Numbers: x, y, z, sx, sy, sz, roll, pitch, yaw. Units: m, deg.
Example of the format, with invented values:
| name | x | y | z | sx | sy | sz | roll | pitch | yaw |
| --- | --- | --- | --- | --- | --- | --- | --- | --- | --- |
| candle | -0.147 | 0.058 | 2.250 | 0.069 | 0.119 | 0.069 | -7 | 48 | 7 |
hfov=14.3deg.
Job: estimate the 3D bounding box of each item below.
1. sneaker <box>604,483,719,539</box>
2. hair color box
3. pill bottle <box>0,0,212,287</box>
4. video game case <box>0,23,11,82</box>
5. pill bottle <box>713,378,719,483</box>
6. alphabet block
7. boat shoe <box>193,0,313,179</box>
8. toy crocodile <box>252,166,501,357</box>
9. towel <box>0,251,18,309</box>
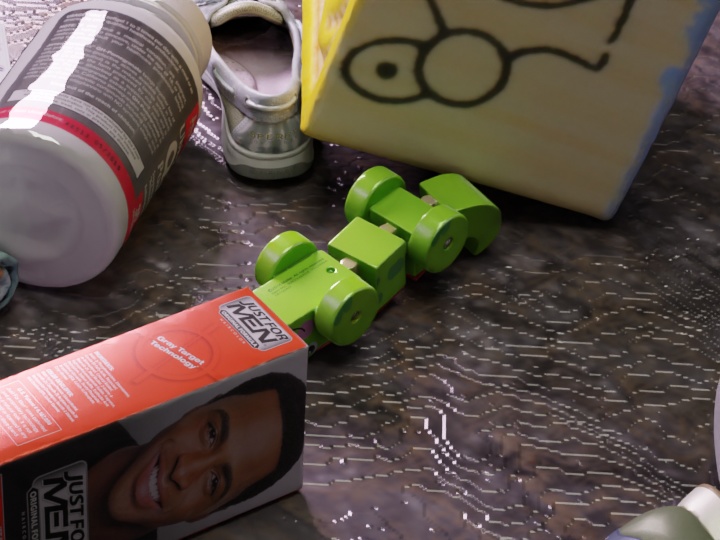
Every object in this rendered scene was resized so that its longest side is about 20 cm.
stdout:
| name | x | y | z | sx | sy | sz | roll | pitch | yaw |
| --- | --- | --- | --- | --- | --- | --- | --- | --- | --- |
| sneaker | 0.176 | 0.190 | 1.387 | 0.090 | 0.067 | 0.200 | -20 | 43 | -15 |
| hair color box | -0.125 | 0.092 | 1.454 | 0.200 | 0.102 | 0.061 | -22 | 44 | -28 |
| pill bottle | -0.157 | -0.089 | 1.675 | 0.111 | 0.111 | 0.200 | 13 | 39 | 12 |
| video game case | -0.307 | -0.144 | 1.734 | 0.200 | 0.018 | 0.143 | 18 | 25 | -21 |
| pill bottle | 0.291 | 0.084 | 1.489 | 0.200 | 0.109 | 0.109 | -3 | 38 | -8 |
| alphabet block | 0.087 | -0.177 | 1.706 | 0.200 | 0.195 | 0.196 | 16 | 34 | -12 |
| boat shoe | -0.066 | -0.137 | 1.780 | 0.074 | 0.065 | 0.202 | -2 | 39 | -7 |
| toy crocodile | 0.000 | 0.000 | 1.623 | 0.067 | 0.062 | 0.200 | 31 | 51 | 31 |
| towel | -0.307 | 0.000 | 1.559 | 0.171 | 0.048 | 0.200 | 22 | 21 | 20 |
